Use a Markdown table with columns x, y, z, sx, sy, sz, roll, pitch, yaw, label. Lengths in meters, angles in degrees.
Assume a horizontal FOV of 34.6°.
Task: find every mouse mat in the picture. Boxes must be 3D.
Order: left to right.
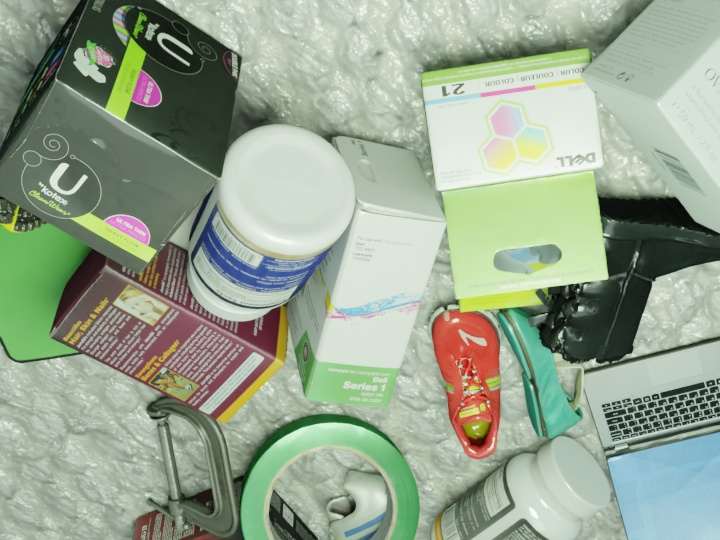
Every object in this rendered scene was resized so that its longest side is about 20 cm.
| x | y | z | sx | sy | sz | roll | pitch | yaw | label |
| --- | --- | --- | --- | --- | --- | --- | --- | --- | --- |
| -0.322 | 0.014 | 1.193 | 0.161 | 0.008 | 0.200 | -9 | 129 | 7 | mouse mat |

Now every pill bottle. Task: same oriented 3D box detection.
| x | y | z | sx | sy | sz | roll | pitch | yaw | label |
| --- | --- | --- | --- | --- | --- | --- | --- | --- | --- |
| -0.087 | -0.033 | 1.005 | 0.116 | 0.116 | 0.200 | 17 | 153 | -13 | pill bottle |
| 0.184 | 0.284 | 1.336 | 0.116 | 0.116 | 0.200 | 33 | 121 | -23 | pill bottle |

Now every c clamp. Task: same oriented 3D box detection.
| x | y | z | sx | sy | sz | roll | pitch | yaw | label |
| --- | --- | --- | --- | --- | --- | --- | --- | --- | --- |
| -0.202 | 0.222 | 1.301 | 0.171 | 0.027 | 0.200 | 22 | 125 | 38 | c clamp |

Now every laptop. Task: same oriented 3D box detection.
| x | y | z | sx | sy | sz | roll | pitch | yaw | label |
| --- | --- | --- | --- | --- | --- | --- | --- | --- | --- |
| 0.361 | 0.194 | 1.268 | 0.187 | 0.116 | 0.200 | -16 | 127 | 11 | laptop |

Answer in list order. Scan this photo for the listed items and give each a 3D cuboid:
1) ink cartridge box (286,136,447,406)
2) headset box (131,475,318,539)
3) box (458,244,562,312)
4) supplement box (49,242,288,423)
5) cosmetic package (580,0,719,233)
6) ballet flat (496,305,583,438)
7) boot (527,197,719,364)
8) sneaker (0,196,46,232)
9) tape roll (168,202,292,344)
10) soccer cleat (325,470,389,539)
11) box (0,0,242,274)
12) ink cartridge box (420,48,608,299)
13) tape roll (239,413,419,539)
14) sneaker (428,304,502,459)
| x | y | z | sx | sy | sz | roll | pitch | yaw | label |
| --- | --- | --- | --- | --- | --- | --- | --- | --- | --- |
| 0.000 | 0.000 | 1.052 | 0.084 | 0.145 | 0.200 | 8 | 119 | -16 | ink cartridge box |
| -0.173 | 0.346 | 1.410 | 0.200 | 0.075 | 0.149 | -24 | 124 | 17 | headset box |
| 0.148 | -0.053 | 1.117 | 0.122 | 0.048 | 0.200 | -6 | 129 | 4 | box |
| -0.182 | 0.050 | 1.125 | 0.200 | 0.086 | 0.110 | 31 | 122 | -22 | supplement box |
| 0.331 | -0.154 | 0.949 | 0.200 | 0.123 | 0.199 | -47 | 118 | 1 | cosmetic package |
| 0.199 | 0.098 | 1.231 | 0.070 | 0.067 | 0.200 | -24 | 129 | -1 | ballet flat |
| 0.272 | 0.014 | 1.126 | 0.198 | 0.073 | 0.163 | 2 | 121 | -19 | boot |
| -0.297 | -0.076 | 1.023 | 0.085 | 0.200 | 0.078 | 5 | 95 | 14 | sneaker |
| -0.106 | -0.008 | 1.157 | 0.202 | 0.037 | 0.203 | 0 | 128 | 0 | tape roll |
| -0.007 | 0.318 | 1.402 | 0.086 | 0.070 | 0.200 | 18 | 122 | 0 | soccer cleat |
| -0.198 | -0.127 | 0.959 | 0.148 | 0.200 | 0.124 | 31 | 122 | -22 | box |
| 0.139 | -0.081 | 1.014 | 0.148 | 0.076 | 0.200 | -8 | 92 | 6 | ink cartridge box |
| -0.035 | 0.264 | 1.300 | 0.200 | 0.048 | 0.201 | 0 | 95 | -6 | tape roll |
| 0.121 | 0.121 | 1.228 | 0.077 | 0.085 | 0.200 | -11 | 127 | 7 | sneaker |
